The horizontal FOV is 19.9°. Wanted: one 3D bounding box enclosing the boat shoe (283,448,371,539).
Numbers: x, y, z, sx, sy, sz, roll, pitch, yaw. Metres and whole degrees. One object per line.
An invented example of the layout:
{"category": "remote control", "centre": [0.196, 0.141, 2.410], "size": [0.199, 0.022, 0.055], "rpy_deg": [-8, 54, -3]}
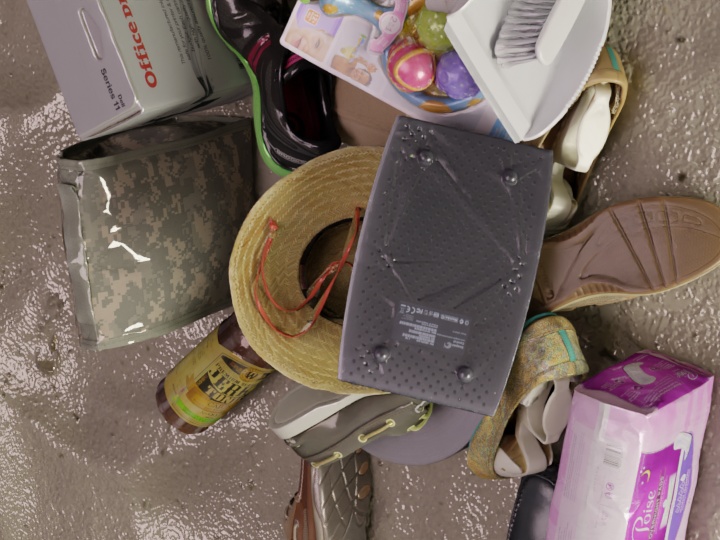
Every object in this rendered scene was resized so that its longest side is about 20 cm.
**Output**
{"category": "boat shoe", "centre": [-0.036, 0.217, 1.786], "size": [0.071, 0.075, 0.202], "rpy_deg": [8, 105, 38]}

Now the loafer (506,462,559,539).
{"category": "loafer", "centre": [0.145, 0.255, 1.657], "size": [0.068, 0.070, 0.203], "rpy_deg": [11, 109, 36]}

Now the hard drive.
{"category": "hard drive", "centre": [0.063, -0.004, 1.529], "size": [0.133, 0.042, 0.202], "rpy_deg": [13, 92, 1]}

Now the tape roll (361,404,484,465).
{"category": "tape roll", "centre": [0.044, 0.054, 1.683], "size": [0.199, 0.066, 0.202], "rpy_deg": [11, 110, 34]}

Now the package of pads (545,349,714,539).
{"category": "package of pads", "centre": [0.200, 0.171, 1.561], "size": [0.075, 0.120, 0.202], "rpy_deg": [21, 115, 31]}

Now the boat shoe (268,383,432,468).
{"category": "boat shoe", "centre": [0.021, 0.099, 1.631], "size": [0.201, 0.072, 0.060], "rpy_deg": [-26, 116, 28]}

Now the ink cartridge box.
{"category": "ink cartridge box", "centre": [-0.165, -0.201, 1.685], "size": [0.083, 0.199, 0.148], "rpy_deg": [-21, 89, 39]}

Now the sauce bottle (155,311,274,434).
{"category": "sauce bottle", "centre": [-0.105, 0.071, 1.802], "size": [0.200, 0.064, 0.065], "rpy_deg": [-44, 75, 38]}

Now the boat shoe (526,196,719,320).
{"category": "boat shoe", "centre": [0.189, -0.012, 1.556], "size": [0.198, 0.064, 0.072], "rpy_deg": [-14, 87, 23]}

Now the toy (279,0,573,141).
{"category": "toy", "centre": [0.043, -0.169, 1.532], "size": [0.199, 0.047, 0.116], "rpy_deg": [30, 111, 6]}

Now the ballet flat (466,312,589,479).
{"category": "ballet flat", "centre": [0.130, 0.117, 1.584], "size": [0.071, 0.070, 0.201], "rpy_deg": [41, 142, 21]}

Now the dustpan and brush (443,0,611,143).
{"category": "dustpan and brush", "centre": [0.152, -0.205, 1.474], "size": [0.057, 0.201, 0.140], "rpy_deg": [11, 151, 40]}

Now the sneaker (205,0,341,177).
{"category": "sneaker", "centre": [-0.061, -0.176, 1.657], "size": [0.083, 0.076, 0.202], "rpy_deg": [-15, 98, 53]}

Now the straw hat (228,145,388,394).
{"category": "straw hat", "centre": [0.000, 0.000, 1.596], "size": [0.199, 0.085, 0.203], "rpy_deg": [0, 90, 2]}

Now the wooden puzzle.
{"category": "wooden puzzle", "centre": [0.004, -0.193, 1.639], "size": [0.185, 0.037, 0.202], "rpy_deg": [24, 122, 53]}

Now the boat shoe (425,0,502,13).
{"category": "boat shoe", "centre": [0.072, -0.279, 1.516], "size": [0.069, 0.071, 0.202], "rpy_deg": [-4, 69, 15]}

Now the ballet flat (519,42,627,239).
{"category": "ballet flat", "centre": [0.147, -0.078, 1.558], "size": [0.063, 0.068, 0.201], "rpy_deg": [-117, 40, -54]}

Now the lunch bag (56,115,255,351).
{"category": "lunch bag", "centre": [-0.184, -0.035, 1.748], "size": [0.117, 0.199, 0.166], "rpy_deg": [6, 107, 35]}
